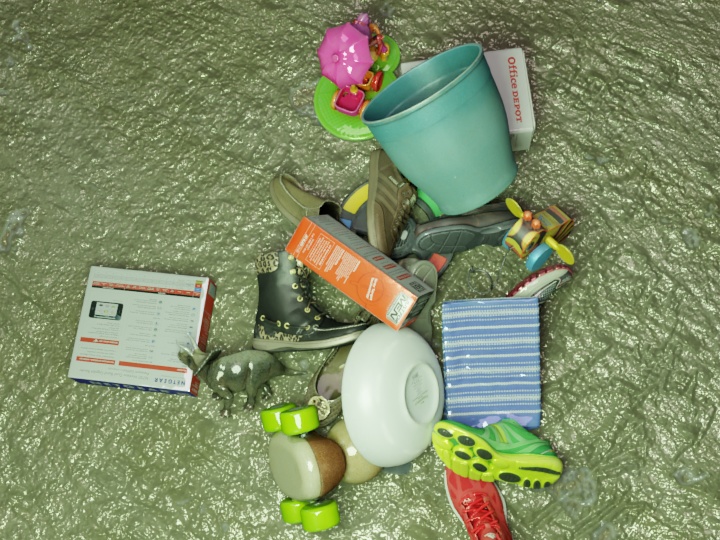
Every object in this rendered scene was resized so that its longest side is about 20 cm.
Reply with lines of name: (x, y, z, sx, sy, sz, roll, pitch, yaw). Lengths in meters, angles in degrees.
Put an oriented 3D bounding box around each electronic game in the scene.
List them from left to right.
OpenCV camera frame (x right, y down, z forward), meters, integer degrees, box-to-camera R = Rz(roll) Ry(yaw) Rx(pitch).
electronic game: (0.053, -0.056, 1.522, 0.197, 0.042, 0.203, -2, 72, 5)

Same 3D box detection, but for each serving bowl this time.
serving bowl: (0.060, 0.172, 1.356, 0.065, 0.199, 0.203, -7, 69, 39)

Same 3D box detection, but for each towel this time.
towel: (0.190, 0.140, 1.410, 0.142, 0.024, 0.203, -3, 103, 4)

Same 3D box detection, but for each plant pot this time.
plant pot: (0.132, -0.194, 1.410, 0.199, 0.200, 0.189, -36, 111, -6)

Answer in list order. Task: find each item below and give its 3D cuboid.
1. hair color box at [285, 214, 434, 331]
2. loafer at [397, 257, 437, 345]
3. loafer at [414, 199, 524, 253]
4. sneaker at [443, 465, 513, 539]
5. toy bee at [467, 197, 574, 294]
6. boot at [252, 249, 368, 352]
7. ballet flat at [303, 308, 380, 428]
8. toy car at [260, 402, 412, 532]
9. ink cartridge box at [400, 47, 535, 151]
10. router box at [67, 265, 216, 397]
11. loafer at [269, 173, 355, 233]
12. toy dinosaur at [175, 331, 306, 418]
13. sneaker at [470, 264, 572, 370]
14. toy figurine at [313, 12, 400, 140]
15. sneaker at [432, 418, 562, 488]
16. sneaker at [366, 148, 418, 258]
hair color box: (0.000, 0.000, 1.383, 0.199, 0.101, 0.062, 35, 104, 13)
loafer: (0.068, 0.081, 1.464, 0.071, 0.063, 0.203, 9, 95, -35)
loafer: (0.167, -0.071, 1.486, 0.197, 0.072, 0.064, -5, 60, -21)
sneaker: (0.177, 0.347, 1.347, 0.078, 0.116, 0.202, -27, 72, -3)
toy bee: (0.253, -0.047, 1.404, 0.130, 0.109, 0.201, 28, 50, 8)
boot: (-0.080, 0.044, 1.451, 0.198, 0.073, 0.153, -6, 85, 32)
ballet flat: (-0.028, 0.144, 1.466, 0.067, 0.046, 0.201, 28, 78, 14)
toy car: (-0.023, 0.260, 1.398, 0.198, 0.157, 0.167, -13, 90, -25)
ink cartridge box: (0.169, -0.262, 1.551, 0.197, 0.084, 0.147, -7, 73, 4)
router box: (-0.339, 0.093, 1.511, 0.197, 0.049, 0.182, 6, 74, 8)
loafer: (-0.068, -0.089, 1.509, 0.068, 0.076, 0.200, -50, 62, 19)
toy dinosaur: (-0.174, 0.155, 1.439, 0.197, 0.104, 0.077, 0, 28, -8)
sneaker: (0.241, 0.067, 1.452, 0.200, 0.081, 0.075, -43, 89, 1)
toy figurine: (-0.002, -0.336, 1.539, 0.148, 0.184, 0.202, 22, 75, 12)
sneaker: (0.190, 0.254, 1.384, 0.197, 0.075, 0.084, 18, 30, -12)
sneaker: (0.050, -0.100, 1.480, 0.074, 0.071, 0.203, -2, 66, 8)
